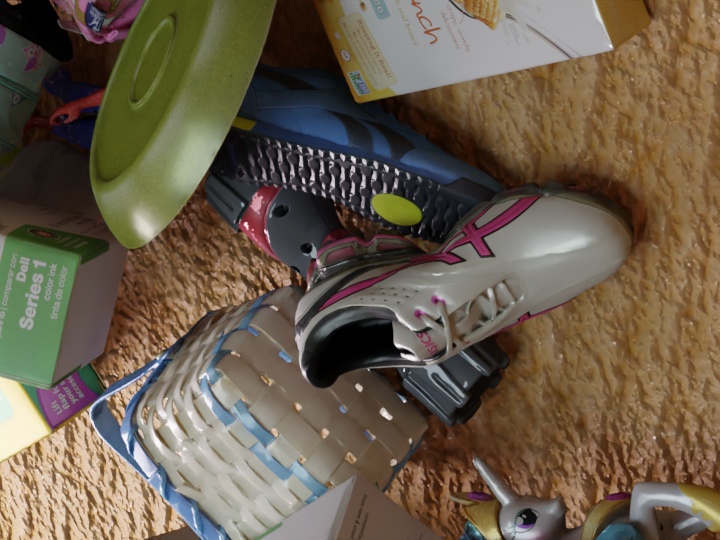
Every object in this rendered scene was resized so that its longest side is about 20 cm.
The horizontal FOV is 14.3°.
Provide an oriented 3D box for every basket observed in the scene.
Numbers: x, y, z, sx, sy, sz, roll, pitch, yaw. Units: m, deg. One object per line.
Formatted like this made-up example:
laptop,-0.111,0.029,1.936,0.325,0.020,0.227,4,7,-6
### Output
basket,-0.062,0.112,1.727,0.176,0.139,0.200,46,137,-6

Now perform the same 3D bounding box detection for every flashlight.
flashlight,0.000,0.000,1.653,0.200,0.068,0.068,43,105,13

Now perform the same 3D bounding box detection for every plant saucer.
plant saucer,-0.103,-0.111,1.592,0.031,0.201,0.200,24,147,-20

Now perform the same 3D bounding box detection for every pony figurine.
pony figurine,0.157,0.183,1.565,0.199,0.167,0.194,-7,110,27

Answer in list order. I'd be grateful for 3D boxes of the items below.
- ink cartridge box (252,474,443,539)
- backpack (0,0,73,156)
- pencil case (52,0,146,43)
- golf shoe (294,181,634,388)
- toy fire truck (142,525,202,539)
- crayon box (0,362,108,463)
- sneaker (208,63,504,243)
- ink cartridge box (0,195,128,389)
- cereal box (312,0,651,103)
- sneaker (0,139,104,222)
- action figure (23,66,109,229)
ink cartridge box,0.017,0.228,1.646,0.200,0.088,0.145,39,133,-17
backpack,-0.271,-0.139,1.731,0.200,0.167,0.127,32,97,34
pencil case,-0.196,-0.216,1.693,0.200,0.087,0.083,39,168,20
golf shoe,0.056,0.016,1.547,0.199,0.092,0.073,-17,129,27
toy fire truck,-0.066,0.276,1.847,0.200,0.128,0.177,-129,29,-54
crayon box,-0.270,0.029,1.848,0.201,0.058,0.172,56,144,-3
sneaker,-0.001,-0.076,1.603,0.199,0.079,0.066,18,149,13
ink cartridge box,-0.251,-0.003,1.687,0.199,0.145,0.084,14,98,5
cereal box,0.046,-0.171,1.502,0.199,0.039,0.145,-9,109,49
sneaker,-0.216,-0.028,1.865,0.199,0.076,0.105,14,141,44
action figure,-0.172,-0.082,1.752,0.199,0.099,0.066,8,123,40
